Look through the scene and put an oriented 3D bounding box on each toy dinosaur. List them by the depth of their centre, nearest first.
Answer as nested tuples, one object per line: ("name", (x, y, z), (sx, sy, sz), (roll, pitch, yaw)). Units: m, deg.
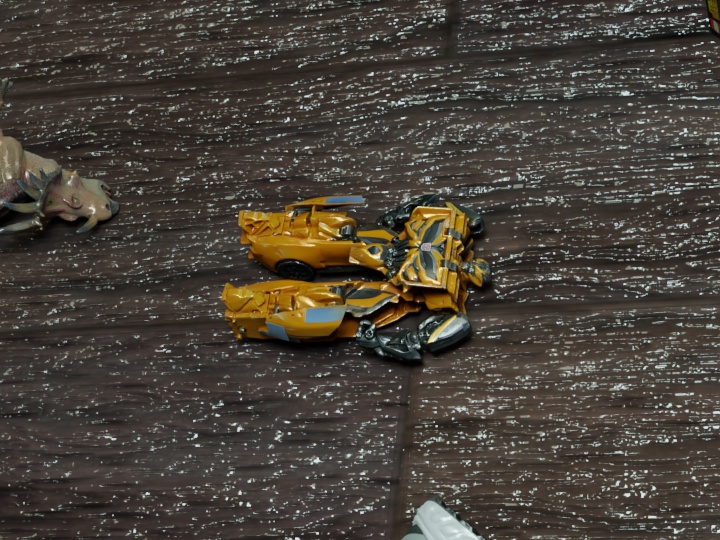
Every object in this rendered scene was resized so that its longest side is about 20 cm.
("toy dinosaur", (-0.313, -0.062, 1.610), (0.199, 0.086, 0.136), (-26, 58, 6))

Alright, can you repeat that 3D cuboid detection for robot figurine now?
("robot figurine", (0.000, 0.000, 1.474), (0.198, 0.058, 0.146), (-3, 56, 17))

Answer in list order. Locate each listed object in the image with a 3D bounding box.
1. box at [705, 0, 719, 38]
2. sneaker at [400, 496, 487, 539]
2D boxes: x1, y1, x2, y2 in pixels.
("box", (0.315, -0.278, 1.480), (0.137, 0.201, 0.040), (-38, 53, -11))
("sneaker", (0.090, 0.234, 1.277), (0.079, 0.074, 0.200), (-48, 49, -7))
